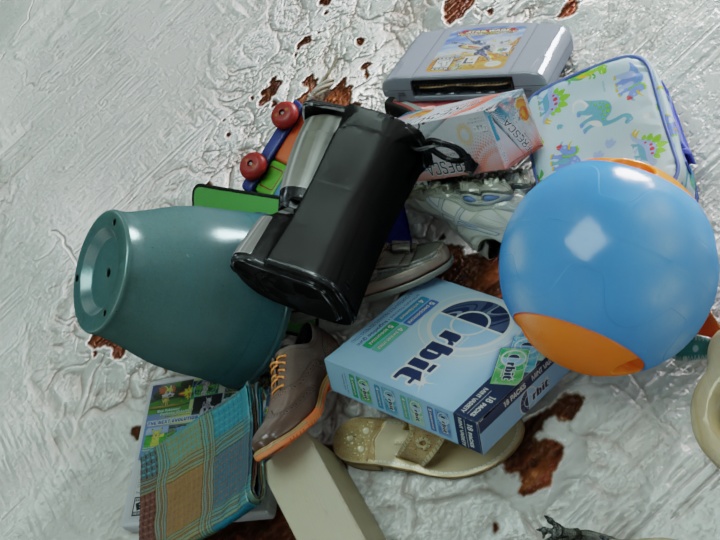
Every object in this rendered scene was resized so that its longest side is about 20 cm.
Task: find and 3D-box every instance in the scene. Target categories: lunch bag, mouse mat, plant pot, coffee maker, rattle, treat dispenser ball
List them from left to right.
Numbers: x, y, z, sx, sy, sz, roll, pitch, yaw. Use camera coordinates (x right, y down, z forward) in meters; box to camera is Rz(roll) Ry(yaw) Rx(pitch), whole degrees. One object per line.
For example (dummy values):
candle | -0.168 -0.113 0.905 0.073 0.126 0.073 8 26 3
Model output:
plant pot | -0.203 0.018 1.472 0.200 0.187 0.201 -23 62 52
mouse mat | -0.124 -0.013 1.572 0.199 0.008 0.162 11 107 36
coffee maker | -0.014 -0.058 1.380 0.191 0.135 0.201 4 63 43
treat dispenser ball | 0.227 -0.003 1.245 0.200 0.201 0.202 -17 53 24
lunch bag | 0.261 -0.119 1.404 0.160 0.082 0.201 -23 51 20
rattle | 0.322 0.085 1.197 0.130 0.142 0.201 -41 51 29

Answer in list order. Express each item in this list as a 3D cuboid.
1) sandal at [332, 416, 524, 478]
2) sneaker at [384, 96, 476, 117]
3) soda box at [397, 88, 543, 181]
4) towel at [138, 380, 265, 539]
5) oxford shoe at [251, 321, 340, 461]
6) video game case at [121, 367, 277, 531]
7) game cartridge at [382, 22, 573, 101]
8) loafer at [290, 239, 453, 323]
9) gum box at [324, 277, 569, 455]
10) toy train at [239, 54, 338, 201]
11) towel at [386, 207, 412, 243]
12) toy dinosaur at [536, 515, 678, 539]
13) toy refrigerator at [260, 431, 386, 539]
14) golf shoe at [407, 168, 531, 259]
sandal | 0.054 0.163 1.362 0.211 0.070 0.078 -7 57 30
sneaker | 0.113 -0.170 1.558 0.087 0.074 0.200 -40 41 -26
soda box | 0.100 -0.141 1.450 0.063 0.069 0.200 -32 16 -33
towel | -0.174 0.221 1.442 0.200 0.022 0.147 -34 44 33
oxford shoe | -0.076 0.125 1.410 0.071 0.073 0.200 -34 11 31
video game case | -0.170 0.198 1.521 0.199 0.022 0.183 -11 56 28
game cartridge | 0.137 -0.242 1.558 0.199 0.042 0.133 1 40 26
loafer | 0.000 0.000 1.460 0.199 0.063 0.072 -19 15 19
gum box | 0.093 0.088 1.355 0.199 0.045 0.170 18 43 40
toy train | -0.042 -0.154 1.569 0.115 0.085 0.201 28 83 35
towel | -0.009 -0.066 1.575 0.147 0.050 0.201 -28 50 25
toy dinosaur | 0.209 0.247 1.193 0.199 0.088 0.048 -8 67 30
toy refrigerator | -0.024 0.264 1.345 0.070 0.076 0.200 -39 48 5
golf shoe | 0.114 -0.057 1.466 0.078 0.098 0.200 -20 13 -25
